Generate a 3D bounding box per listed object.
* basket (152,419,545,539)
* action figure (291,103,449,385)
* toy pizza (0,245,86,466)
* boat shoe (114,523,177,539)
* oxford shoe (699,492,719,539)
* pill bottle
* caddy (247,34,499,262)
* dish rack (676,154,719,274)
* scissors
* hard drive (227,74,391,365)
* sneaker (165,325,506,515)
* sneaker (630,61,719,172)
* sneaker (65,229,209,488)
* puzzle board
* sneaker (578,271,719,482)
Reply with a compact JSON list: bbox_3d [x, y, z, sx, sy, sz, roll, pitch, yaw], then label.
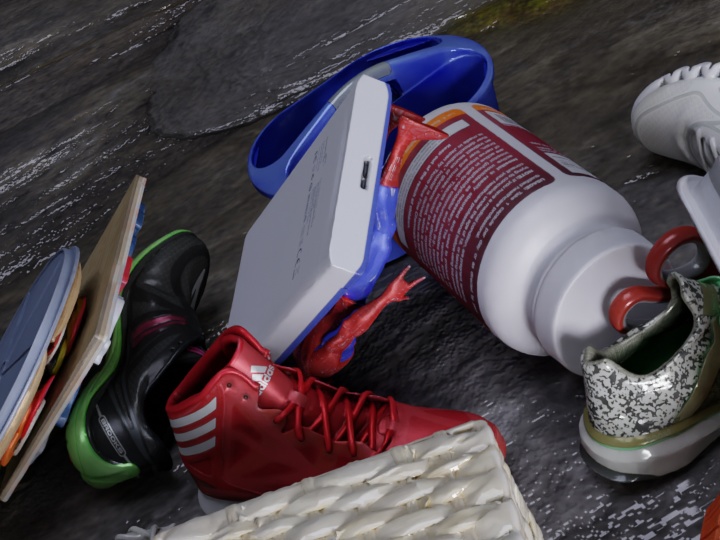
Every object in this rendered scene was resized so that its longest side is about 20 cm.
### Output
[{"bbox_3d":[0.003,0.178,0.679,0.198,0.124,0.136,-21,35,5],"label":"basket"},{"bbox_3d":[0.000,0.000,0.888,0.065,0.051,0.202,42,112,58],"label":"action figure"},{"bbox_3d":[-0.225,0.078,0.941,0.201,0.032,0.201,-53,19,27],"label":"toy pizza"},{"bbox_3d":[-0.113,0.174,0.778,0.199,0.070,0.071,-34,30,-3],"label":"boat shoe"},{"bbox_3d":[0.221,0.085,0.710,0.072,0.071,0.202,18,68,8],"label":"oxford shoe"},{"bbox_3d":[0.101,-0.019,0.885,0.112,0.114,0.200,-31,36,-10],"label":"pill bottle"},{"bbox_3d":[0.013,-0.096,1.037,0.199,0.106,0.141,-37,39,-19],"label":"caddy"},{"bbox_3d":[0.245,0.018,0.657,0.170,0.044,0.201,17,33,-22],"label":"dish rack"},{"bbox_3d":[0.224,0.001,0.831,0.198,0.074,0.014,-5,39,-36],"label":"scissors"},{"bbox_3d":[-0.038,-0.013,0.893,0.200,0.025,0.133,132,151,-55],"label":"hard drive"},{"bbox_3d":[-0.024,0.088,0.814,0.198,0.116,0.079,-11,38,19],"label":"sneaker"},{"bbox_3d":[0.256,-0.081,0.917,0.199,0.075,0.081,12,57,40],"label":"sneaker"},{"bbox_3d":[-0.129,0.060,0.957,0.083,0.077,0.202,-2,51,18],"label":"sneaker"},{"bbox_3d":[-0.190,0.042,0.972,0.151,0.017,0.201,-55,18,27],"label":"puzzle board"},{"bbox_3d":[0.200,0.033,0.783,0.199,0.089,0.077,-33,36,-13],"label":"sneaker"}]
